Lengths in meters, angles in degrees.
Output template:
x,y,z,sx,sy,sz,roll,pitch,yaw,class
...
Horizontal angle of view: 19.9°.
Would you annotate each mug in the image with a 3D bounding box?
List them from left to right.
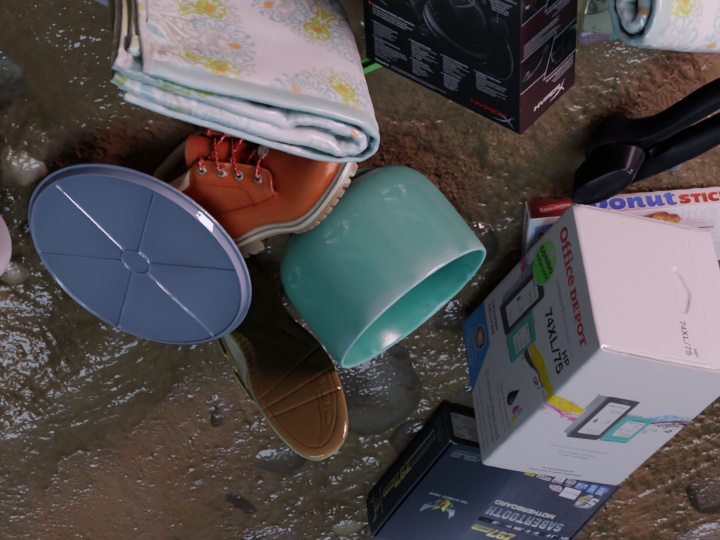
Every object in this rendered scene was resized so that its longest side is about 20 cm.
x,y,z,sx,sy,sz,roll,pitch,yaw,class
-0.001,-0.002,1.674,0.185,0.115,0.152,-43,167,22,mug

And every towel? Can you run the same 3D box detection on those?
x,y,z,sx,sy,sz,roll,pitch,yaw,class
-0.086,-0.162,1.449,0.199,0.172,0.048,16,129,-24,towel
0.239,-0.252,1.412,0.170,0.048,0.202,-4,100,-47,towel

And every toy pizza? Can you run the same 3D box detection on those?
x,y,z,sx,sy,sz,roll,pitch,yaw,class
-0.178,-0.017,1.674,0.199,0.032,0.201,16,139,14,toy pizza

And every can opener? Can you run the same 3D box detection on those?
x,y,z,sx,sy,sz,roll,pitch,yaw,class
0.252,-0.106,1.638,0.063,0.079,0.199,30,142,-31,can opener

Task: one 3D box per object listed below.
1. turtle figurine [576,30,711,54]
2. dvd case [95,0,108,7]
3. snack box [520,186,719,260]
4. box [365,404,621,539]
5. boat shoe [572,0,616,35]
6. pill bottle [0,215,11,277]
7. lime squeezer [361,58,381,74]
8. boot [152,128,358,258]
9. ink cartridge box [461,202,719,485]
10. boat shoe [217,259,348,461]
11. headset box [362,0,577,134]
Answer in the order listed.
x,y,z,sx,sy,sz,roll,pitch,yaw,class
0.262,-0.213,1.545,0.198,0.101,0.150,-2,132,3,turtle figurine
-0.105,-0.252,1.493,0.150,0.025,0.200,24,128,-29,dvd case
0.239,-0.035,1.769,0.198,0.024,0.072,-4,138,-5,snack box
0.128,0.216,1.986,0.199,0.051,0.158,17,131,-25,box
0.180,-0.266,1.459,0.062,0.073,0.202,7,105,16,boat shoe
-0.373,0.025,1.668,0.111,0.113,0.200,20,129,-27,pill bottle
-0.071,-0.138,1.593,0.198,0.038,0.071,-4,168,-1,lime squeezer
-0.081,-0.079,1.615,0.107,0.075,0.199,36,139,-26,boot
0.202,0.066,1.749,0.145,0.148,0.200,11,143,-25,ink cartridge box
-0.069,0.080,1.726,0.074,0.201,0.067,-26,154,-9,boat shoe
0.077,-0.218,1.465,0.077,0.148,0.201,-42,146,-32,headset box
